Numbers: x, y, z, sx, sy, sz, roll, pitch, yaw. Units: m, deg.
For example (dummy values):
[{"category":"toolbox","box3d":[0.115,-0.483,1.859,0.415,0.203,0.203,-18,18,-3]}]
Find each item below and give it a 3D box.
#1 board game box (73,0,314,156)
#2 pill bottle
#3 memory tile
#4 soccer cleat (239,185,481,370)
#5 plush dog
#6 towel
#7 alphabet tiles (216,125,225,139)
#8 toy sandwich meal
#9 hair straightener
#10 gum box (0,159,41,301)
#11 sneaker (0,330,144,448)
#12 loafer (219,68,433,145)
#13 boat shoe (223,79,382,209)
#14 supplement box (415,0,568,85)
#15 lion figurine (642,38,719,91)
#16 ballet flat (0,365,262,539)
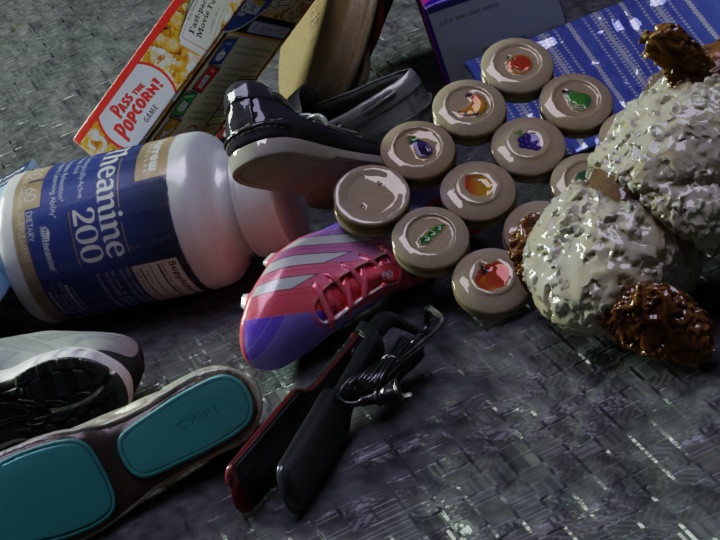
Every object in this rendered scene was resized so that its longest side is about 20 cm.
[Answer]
[{"category":"board game box","box3d":[-0.114,-0.162,1.498,0.200,0.046,0.151,-53,-11,11]},{"category":"pill bottle","box3d":[-0.143,-0.035,1.396,0.200,0.111,0.111,-12,27,16]},{"category":"memory tile","box3d":[0.093,-0.065,1.293,0.153,0.017,0.200,36,63,24]},{"category":"soccer cleat","box3d":[0.000,0.000,1.288,0.076,0.067,0.200,9,35,38]},{"category":"plush dog","box3d":[0.170,-0.032,1.162,0.172,0.160,0.200,-48,31,-5]},{"category":"towel","box3d":[0.190,-0.148,1.438,0.200,0.024,0.145,-22,44,-4]},{"category":"alphabet tiles","box3d":[-0.120,-0.069,1.569,0.167,0.008,0.200,-23,25,-6]},{"category":"toy sandwich meal","box3d":[-0.006,-0.197,1.591,0.070,0.205,0.205,13,18,-20]},{"category":"hair straightener","box3d":[0.002,0.077,1.172,0.077,0.041,0.200,-1,27,34]},{"category":"gum box","box3d":[-0.317,0.016,1.445,0.170,0.045,0.200,-29,20,25]},{"category":"sneaker","box3d":[-0.232,0.078,1.300,0.200,0.074,0.079,-4,20,17]},{"category":"loafer","box3d":[-0.040,-0.107,1.497,0.200,0.070,0.070,-13,27,14]},{"category":"boat shoe","box3d":[-0.027,-0.086,1.334,0.073,0.063,0.200,-24,-16,25]},{"category":"supplement box","box3d":[0.099,-0.212,1.585,0.101,0.103,0.200,-18,27,3]},{"category":"lion figurine","box3d":[0.282,-0.115,1.296,0.122,0.073,0.200,-28,23,-29]},{"category":"ballet flat","box3d":[-0.149,0.117,1.184,0.200,0.068,0.062,-22,-2,-12]}]
